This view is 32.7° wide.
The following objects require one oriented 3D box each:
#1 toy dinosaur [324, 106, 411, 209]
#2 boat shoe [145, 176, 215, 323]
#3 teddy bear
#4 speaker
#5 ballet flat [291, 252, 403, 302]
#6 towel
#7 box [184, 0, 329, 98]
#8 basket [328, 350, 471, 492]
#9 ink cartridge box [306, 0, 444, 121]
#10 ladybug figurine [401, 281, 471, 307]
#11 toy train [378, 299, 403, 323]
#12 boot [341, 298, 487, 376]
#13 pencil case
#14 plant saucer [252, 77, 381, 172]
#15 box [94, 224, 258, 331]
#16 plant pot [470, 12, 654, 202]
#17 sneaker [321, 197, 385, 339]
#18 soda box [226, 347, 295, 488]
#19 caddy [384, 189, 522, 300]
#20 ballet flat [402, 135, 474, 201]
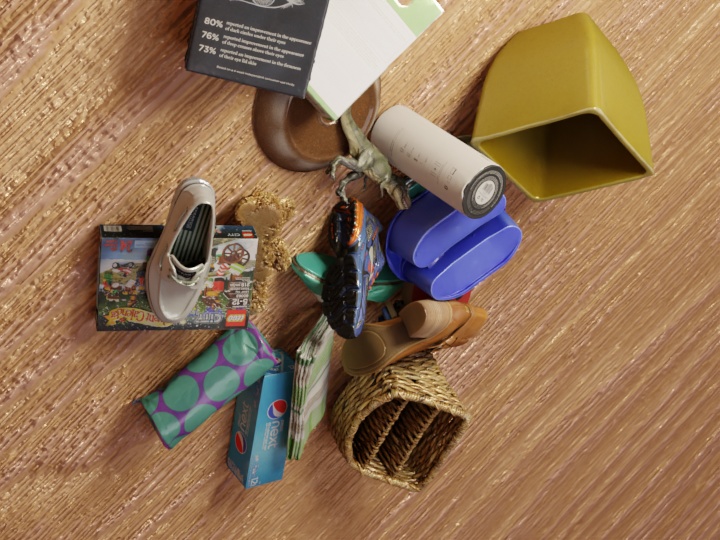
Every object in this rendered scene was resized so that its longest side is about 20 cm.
[{"bbox_3d":[-0.004,-0.142,1.651,0.088,0.047,0.200,-42,130,-8],"label":"toy dinosaur"},{"bbox_3d":[-0.220,-0.014,1.506,0.073,0.067,0.201,3,118,-18],"label":"boat shoe"},{"bbox_3d":[-0.156,-0.022,1.651,0.144,0.067,0.201,-8,125,-13],"label":"teddy bear"},{"bbox_3d":[0.102,-0.150,1.665,0.081,0.200,0.082,-25,133,-29],"label":"speaker"},{"bbox_3d":[-0.025,0.020,1.778,0.199,0.068,0.071,5,132,-38],"label":"ballet flat"},{"bbox_3d":[-0.065,0.163,1.805,0.149,0.030,0.201,-57,158,-54],"label":"towel"},{"bbox_3d":[-0.111,-0.319,1.413,0.147,0.104,0.201,13,113,-11],"label":"box"},{"bbox_3d":[0.051,0.238,1.887,0.142,0.149,0.201,-4,139,-37],"label":"basket"},{"bbox_3d":[-0.015,-0.308,1.537,0.200,0.048,0.146,-45,111,-4],"label":"ink cartridge box"},{"bbox_3d":[0.123,0.009,1.864,0.135,0.072,0.201,-32,134,-38],"label":"ladybug figurine"},{"bbox_3d":[0.052,0.108,1.889,0.045,0.034,0.201,-17,145,-9],"label":"toy train"},{"bbox_3d":[0.081,0.103,1.809,0.199,0.074,0.154,-30,158,37],"label":"boot"},{"bbox_3d":[-0.212,0.154,1.703,0.200,0.092,0.085,-38,100,-8],"label":"pencil case"},{"bbox_3d":[-0.047,-0.215,1.622,0.199,0.037,0.202,-21,129,-28],"label":"plant saucer"},{"bbox_3d":[-0.237,0.010,1.578,0.198,0.038,0.137,0,119,-17],"label":"box"},{"bbox_3d":[0.289,-0.243,1.742,0.194,0.194,0.201,35,52,-46],"label":"plant pot"},{"bbox_3d":[0.000,0.000,1.708,0.078,0.075,0.202,21,66,-37],"label":"sneaker"},{"bbox_3d":[-0.143,0.219,1.815,0.067,0.064,0.201,-8,123,-34],"label":"soda box"},{"bbox_3d":[0.130,-0.054,1.748,0.199,0.105,0.142,-35,124,-7],"label":"caddy"},{"bbox_3d":[0.123,-0.153,1.776,0.199,0.074,0.075,-20,129,-26],"label":"ballet flat"}]
